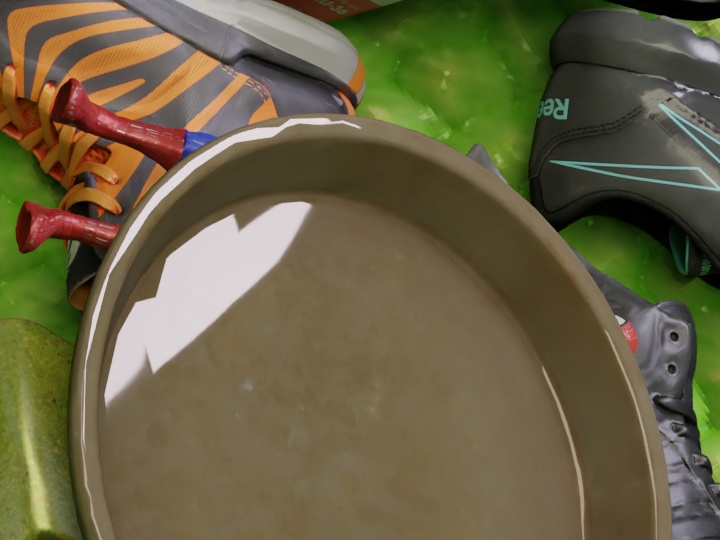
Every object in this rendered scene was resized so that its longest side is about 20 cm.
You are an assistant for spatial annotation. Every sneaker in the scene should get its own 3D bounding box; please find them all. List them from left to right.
[{"bbox_3d":[-0.100,-0.049,0.980,0.199,0.078,0.113,16,67,-5],"label":"sneaker"},{"bbox_3d":[0.092,0.054,0.990,0.199,0.060,0.105,31,72,5],"label":"sneaker"},{"bbox_3d":[0.152,-0.024,1.034,0.199,0.075,0.080,18,77,5],"label":"sneaker"}]

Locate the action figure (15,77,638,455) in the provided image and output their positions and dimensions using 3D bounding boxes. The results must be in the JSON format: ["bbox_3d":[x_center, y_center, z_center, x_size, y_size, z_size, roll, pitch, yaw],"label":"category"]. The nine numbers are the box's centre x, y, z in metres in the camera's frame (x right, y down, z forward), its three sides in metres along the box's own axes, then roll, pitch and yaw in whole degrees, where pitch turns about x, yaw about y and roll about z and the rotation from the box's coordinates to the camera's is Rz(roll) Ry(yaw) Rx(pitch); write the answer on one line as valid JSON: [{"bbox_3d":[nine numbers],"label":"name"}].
[{"bbox_3d":[0.000,0.000,0.914,0.199,0.099,0.066,17,94,-14],"label":"action figure"}]

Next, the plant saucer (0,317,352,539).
[{"bbox_3d":[-0.076,0.144,0.836,0.199,0.048,0.200,33,103,-22],"label":"plant saucer"}]

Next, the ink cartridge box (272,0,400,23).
[{"bbox_3d":[0.041,-0.164,0.993,0.067,0.199,0.117,27,58,-50],"label":"ink cartridge box"}]

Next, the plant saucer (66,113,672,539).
[{"bbox_3d":[0.002,0.055,0.821,0.199,0.029,0.202,13,66,-32],"label":"plant saucer"}]

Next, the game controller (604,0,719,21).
[{"bbox_3d":[0.104,-0.176,1.069,0.104,0.042,0.201,8,59,5],"label":"game controller"}]
